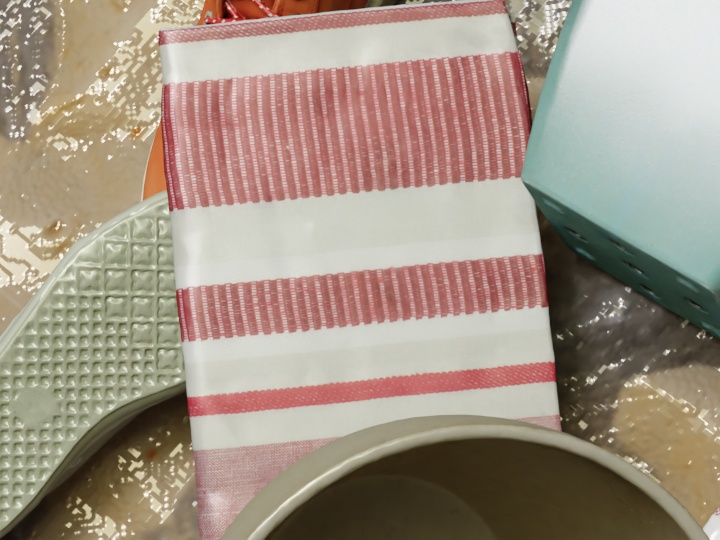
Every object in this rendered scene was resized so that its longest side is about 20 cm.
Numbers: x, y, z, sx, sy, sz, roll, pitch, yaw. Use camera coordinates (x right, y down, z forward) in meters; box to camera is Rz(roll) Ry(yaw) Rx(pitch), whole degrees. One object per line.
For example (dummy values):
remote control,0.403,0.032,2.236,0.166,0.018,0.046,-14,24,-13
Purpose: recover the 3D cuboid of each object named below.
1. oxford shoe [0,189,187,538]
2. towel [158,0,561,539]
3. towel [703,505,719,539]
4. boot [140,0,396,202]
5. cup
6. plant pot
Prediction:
oxford shoe,-0.106,0.033,1.174,0.200,0.058,0.075,-42,95,1
towel,0.000,0.000,1.143,0.143,0.023,0.201,-5,85,-4
towel,0.179,0.139,1.088,0.146,0.030,0.200,32,78,24
boot,-0.043,-0.091,1.194,0.075,0.107,0.201,20,79,15
cup,0.020,0.136,1.046,0.199,0.143,0.201,-3,101,-13
plant pot,0.158,-0.082,1.133,0.141,0.141,0.200,32,85,23
